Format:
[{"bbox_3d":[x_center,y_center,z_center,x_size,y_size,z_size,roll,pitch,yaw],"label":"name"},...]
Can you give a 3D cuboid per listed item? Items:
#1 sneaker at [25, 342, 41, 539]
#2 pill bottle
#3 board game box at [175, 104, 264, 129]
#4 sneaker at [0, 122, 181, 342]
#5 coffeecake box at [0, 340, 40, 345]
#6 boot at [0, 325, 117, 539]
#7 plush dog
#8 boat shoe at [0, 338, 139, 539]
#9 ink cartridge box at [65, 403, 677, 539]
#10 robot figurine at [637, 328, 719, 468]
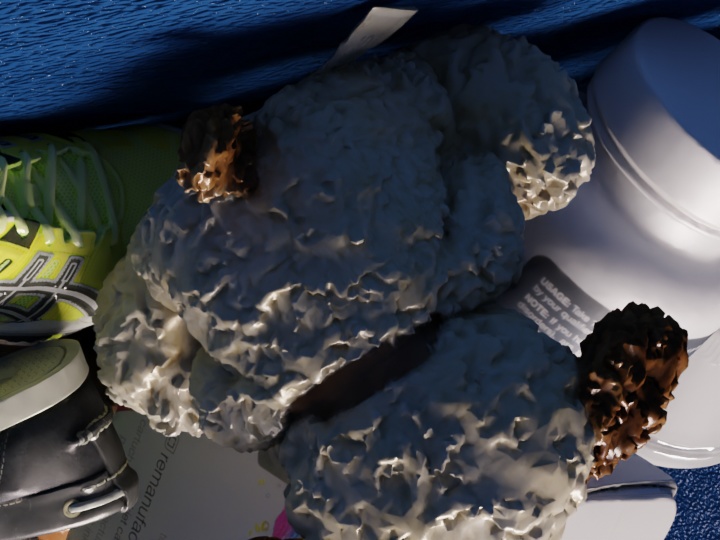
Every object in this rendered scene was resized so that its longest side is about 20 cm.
[{"bbox_3d":[-0.121,0.106,1.217,0.079,0.200,0.130,5,143,10],"label":"sneaker"},{"bbox_3d":[0.084,-0.001,0.987,0.119,0.120,0.200,-9,148,-51],"label":"pill bottle"},{"bbox_3d":[-0.012,-0.048,1.046,0.135,0.035,0.200,-13,177,16],"label":"board game box"},{"bbox_3d":[-0.131,-0.013,0.866,0.199,0.076,0.076,-16,173,-31],"label":"sneaker"},{"bbox_3d":[-0.202,0.067,1.192,0.073,0.154,0.200,4,-178,17],"label":"coffeecake box"},{"bbox_3d":[-0.138,0.084,1.054,0.200,0.074,0.155,-34,156,-27],"label":"boot"},{"bbox_3d":[0.009,0.026,0.809,0.200,0.172,0.160,-34,171,6],"label":"plush dog"},{"bbox_3d":[-0.176,0.092,0.904,0.199,0.068,0.072,-22,-160,18],"label":"boat shoe"},{"bbox_3d":[-0.002,0.095,0.929,0.200,0.148,0.085,32,-164,34],"label":"ink cartridge box"},{"bbox_3d":[0.155,0.015,1.104,0.113,0.170,0.200,-24,156,-27],"label":"robot figurine"}]
